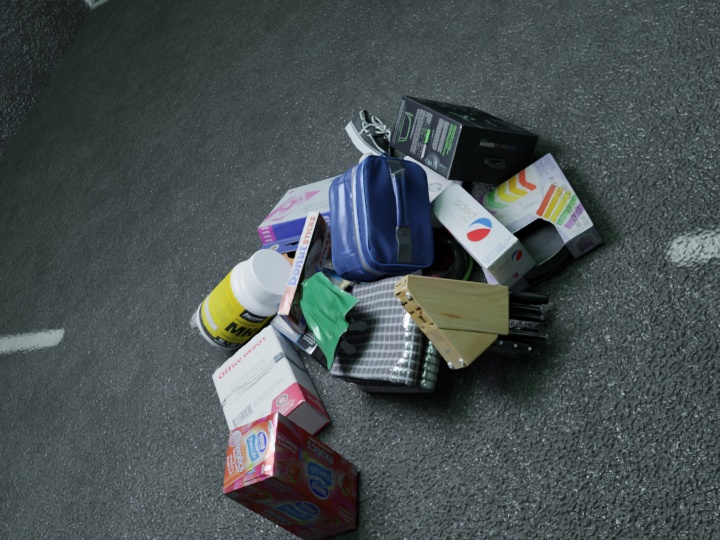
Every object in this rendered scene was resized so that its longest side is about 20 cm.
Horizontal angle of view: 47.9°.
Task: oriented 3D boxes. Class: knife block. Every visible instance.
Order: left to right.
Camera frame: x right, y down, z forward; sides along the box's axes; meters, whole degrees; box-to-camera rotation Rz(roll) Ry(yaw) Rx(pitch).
[{"bbox_3d":[0.169,0.046,1.144,0.175,0.201,0.064,-40,0,-19],"label":"knife block"}]

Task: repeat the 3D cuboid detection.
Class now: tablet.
[{"bbox_3d":[0.112,-0.144,1.431,0.128,0.014,0.201,8,43,19],"label":"tablet"}]

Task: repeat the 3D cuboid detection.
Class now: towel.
[{"bbox_3d":[0.042,0.098,1.236,0.199,0.085,0.169,-9,68,54],"label":"towel"}]

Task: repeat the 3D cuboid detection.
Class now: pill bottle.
[{"bbox_3d":[-0.209,0.053,1.490,0.200,0.113,0.116,-41,34,40],"label":"pill bottle"}]

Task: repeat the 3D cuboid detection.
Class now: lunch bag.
[{"bbox_3d":[0.038,-0.087,1.277,0.132,0.134,0.204,-22,70,55],"label":"lunch bag"}]

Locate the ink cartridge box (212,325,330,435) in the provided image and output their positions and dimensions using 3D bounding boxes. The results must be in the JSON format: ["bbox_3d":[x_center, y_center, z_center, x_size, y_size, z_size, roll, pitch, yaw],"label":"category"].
[{"bbox_3d":[-0.156,0.216,1.373,0.144,0.084,0.201,-40,41,6],"label":"ink cartridge box"}]

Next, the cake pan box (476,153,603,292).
[{"bbox_3d":[0.264,-0.067,1.278,0.183,0.052,0.202,-33,41,18],"label":"cake pan box"}]

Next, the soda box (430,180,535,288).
[{"bbox_3d":[0.182,-0.057,1.249,0.064,0.068,0.201,-42,39,5],"label":"soda box"}]

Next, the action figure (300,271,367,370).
[{"bbox_3d":[-0.052,0.059,1.285,0.119,0.054,0.200,-62,32,13],"label":"action figure"}]

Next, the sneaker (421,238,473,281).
[{"bbox_3d":[0.116,0.038,1.288,0.076,0.084,0.203,-4,56,39],"label":"sneaker"}]

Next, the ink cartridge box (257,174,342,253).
[{"bbox_3d":[-0.105,-0.113,1.601,0.194,0.044,0.201,-11,31,34],"label":"ink cartridge box"}]

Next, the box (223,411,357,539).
[{"bbox_3d":[-0.095,0.299,1.157,0.094,0.200,0.101,-24,43,26],"label":"box"}]

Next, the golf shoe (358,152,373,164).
[{"bbox_3d":[-0.004,-0.141,1.494,0.095,0.079,0.202,-5,49,1],"label":"golf shoe"}]

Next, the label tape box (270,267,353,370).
[{"bbox_3d":[-0.050,0.055,1.435,0.201,0.063,0.144,-53,41,-8],"label":"label tape box"}]

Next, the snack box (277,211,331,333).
[{"bbox_3d":[-0.093,0.002,1.400,0.024,0.072,0.203,3,62,23],"label":"snack box"}]

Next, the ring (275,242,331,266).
[{"bbox_3d":[-0.081,-0.054,1.545,0.198,0.019,0.201,-23,26,12],"label":"ring"}]

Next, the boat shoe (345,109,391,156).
[{"bbox_3d":[0.029,-0.269,1.637,0.068,0.073,0.200,-51,28,15],"label":"boat shoe"}]

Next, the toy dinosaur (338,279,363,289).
[{"bbox_3d":[0.000,0.000,1.371,0.200,0.048,0.088,-47,30,-17],"label":"toy dinosaur"}]

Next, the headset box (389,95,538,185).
[{"bbox_3d":[0.177,-0.218,1.375,0.200,0.172,0.094,40,121,50],"label":"headset box"}]
